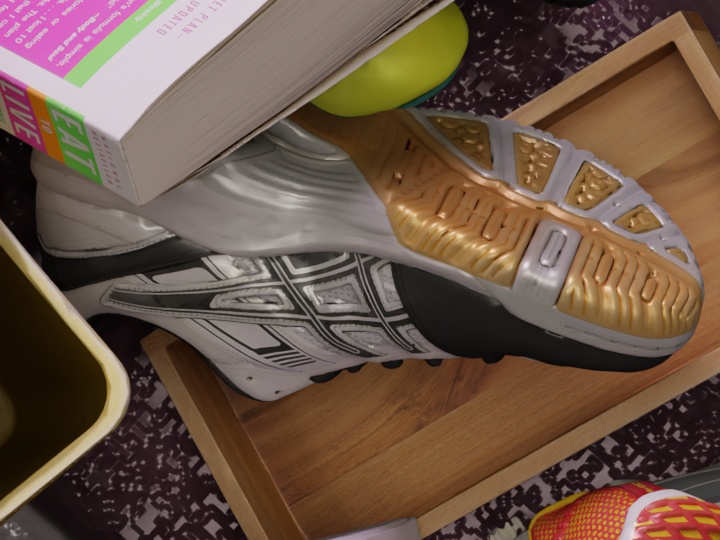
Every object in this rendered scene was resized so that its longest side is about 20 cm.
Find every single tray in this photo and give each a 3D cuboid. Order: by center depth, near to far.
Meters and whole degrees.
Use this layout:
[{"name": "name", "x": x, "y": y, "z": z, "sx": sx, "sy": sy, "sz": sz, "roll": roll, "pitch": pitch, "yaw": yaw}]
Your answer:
[{"name": "tray", "x": 0.041, "y": 0.014, "z": 0.877, "sx": 0.200, "sy": 0.037, "sz": 0.099, "roll": -31, "pitch": 85, "yaw": 17}]

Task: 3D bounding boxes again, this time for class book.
[{"name": "book", "x": -0.084, "y": -0.101, "z": 0.826, "sx": 0.134, "sy": 0.048, "sz": 0.200, "roll": -39, "pitch": 47, "yaw": -25}]

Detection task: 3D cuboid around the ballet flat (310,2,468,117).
[{"name": "ballet flat", "x": -0.069, "y": -0.078, "z": 0.880, "sx": 0.200, "sy": 0.067, "sz": 0.067, "roll": -1, "pitch": 53, "yaw": 12}]

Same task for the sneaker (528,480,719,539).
[{"name": "sneaker", "x": 0.091, "y": 0.160, "z": 0.825, "sx": 0.073, "sy": 0.077, "sz": 0.200, "roll": -4, "pitch": 90, "yaw": -25}]

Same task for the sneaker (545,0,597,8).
[{"name": "sneaker", "x": 0.026, "y": -0.164, "z": 0.876, "sx": 0.080, "sy": 0.074, "sz": 0.200, "roll": -40, "pitch": 63, "yaw": 8}]

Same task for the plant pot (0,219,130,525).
[{"name": "plant pot", "x": -0.195, "y": 0.032, "z": 0.833, "sx": 0.200, "sy": 0.176, "sz": 0.200, "roll": -40, "pitch": 85, "yaw": -4}]

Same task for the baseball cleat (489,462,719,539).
[{"name": "baseball cleat", "x": 0.124, "y": 0.101, "z": 0.871, "sx": 0.200, "sy": 0.070, "sz": 0.106, "roll": -27, "pitch": 59, "yaw": -3}]

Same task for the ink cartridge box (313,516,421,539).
[{"name": "ink cartridge box", "x": -0.042, "y": 0.187, "z": 0.812, "sx": 0.147, "sy": 0.146, "sz": 0.200, "roll": -15, "pitch": 86, "yaw": 15}]

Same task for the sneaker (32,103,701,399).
[{"name": "sneaker", "x": 0.000, "y": 0.000, "z": 0.835, "sx": 0.200, "sy": 0.076, "sz": 0.088, "roll": 17, "pitch": 122, "yaw": 12}]
